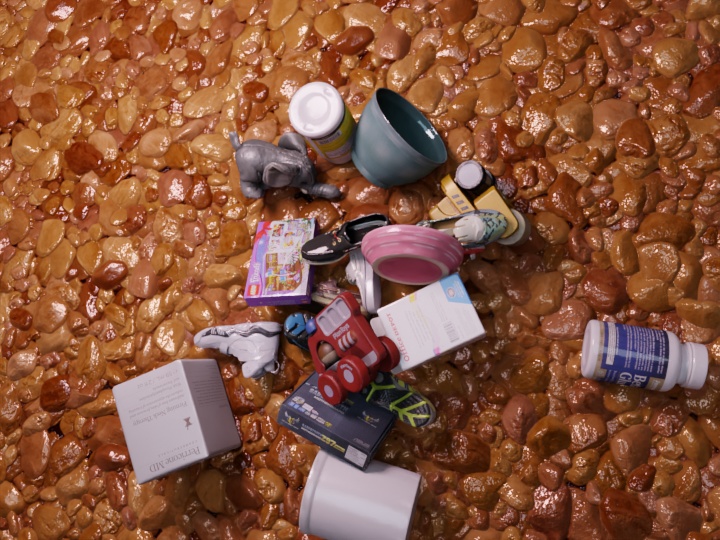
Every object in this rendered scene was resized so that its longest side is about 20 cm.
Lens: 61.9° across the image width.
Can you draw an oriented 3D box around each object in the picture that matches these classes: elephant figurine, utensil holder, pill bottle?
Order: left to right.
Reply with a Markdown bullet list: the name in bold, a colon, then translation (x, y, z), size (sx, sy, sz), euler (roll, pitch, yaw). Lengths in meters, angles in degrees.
- **elephant figurine**: translation (-0.160, -0.226, 1.300), size (0.198, 0.155, 0.143), euler (-2, 91, 21)
- **pill bottle**: translation (-0.067, -0.301, 1.263), size (0.113, 0.200, 0.116), euler (-2, 81, 12)
- **utensil holder**: translation (0.003, 0.443, 1.147), size (0.198, 0.170, 0.172), euler (13, 84, 13)
- **pill bottle**: translation (0.518, 0.160, 1.104), size (0.198, 0.111, 0.112), euler (8, 83, 14)

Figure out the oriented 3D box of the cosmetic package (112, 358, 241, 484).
- **cosmetic package**: translation (-0.378, 0.307, 1.254), size (0.166, 0.166, 0.202), euler (-23, 78, 8)

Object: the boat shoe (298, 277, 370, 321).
- **boat shoe**: translation (-0.064, 0.054, 1.281), size (0.198, 0.072, 0.072), euler (14, 60, 17)

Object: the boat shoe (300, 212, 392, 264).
- **boat shoe**: translation (-0.031, -0.068, 1.228), size (0.199, 0.063, 0.074), euler (-15, 57, 6)

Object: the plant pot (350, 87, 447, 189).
- **plant pot**: translation (0.063, -0.256, 1.246), size (0.134, 0.200, 0.201), euler (-42, 73, 30)

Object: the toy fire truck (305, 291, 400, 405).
- **toy fire truck**: translation (-0.033, 0.148, 1.146), size (0.169, 0.112, 0.200), euler (58, 139, 9)

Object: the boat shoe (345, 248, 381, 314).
- **boat shoe**: translation (0.000, 0.000, 1.253), size (0.065, 0.072, 0.202), euler (-13, 66, 12)

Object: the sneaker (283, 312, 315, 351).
- **sneaker**: translation (-0.064, 0.142, 1.264), size (0.198, 0.082, 0.074), euler (17, 60, -2)

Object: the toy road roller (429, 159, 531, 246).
- **toy road roller**: translation (0.233, -0.112, 1.213), size (0.146, 0.123, 0.201), euler (-40, 74, 19)

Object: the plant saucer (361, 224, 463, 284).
- **plant saucer**: translation (0.098, -0.022, 1.157), size (0.198, 0.201, 0.051), euler (3, 68, 13)

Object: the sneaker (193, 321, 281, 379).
- **sneaker**: translation (-0.265, 0.177, 1.295), size (0.198, 0.075, 0.116), euler (-7, 77, 8)

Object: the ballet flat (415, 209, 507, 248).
- **ballet flat**: translation (0.178, -0.072, 1.146), size (0.198, 0.074, 0.075), euler (-11, 78, 35)

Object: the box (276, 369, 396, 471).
- **box**: translation (-0.042, 0.288, 1.186), size (0.199, 0.158, 0.051), euler (26, 115, 15)

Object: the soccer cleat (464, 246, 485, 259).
- **soccer cleat**: translation (0.157, -0.059, 1.245), size (0.198, 0.069, 0.086), euler (-2, 85, 17)

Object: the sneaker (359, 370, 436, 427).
- **sneaker**: translation (0.067, 0.254, 1.215), size (0.199, 0.076, 0.076), euler (35, 91, 34)

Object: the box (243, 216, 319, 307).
- **box**: translation (-0.165, -0.020, 1.284), size (0.135, 0.039, 0.202), euler (-3, 56, 12)

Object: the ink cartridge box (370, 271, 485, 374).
- **ink cartridge box**: translation (0.132, 0.111, 1.191), size (0.198, 0.125, 0.130), euler (-25, 77, 8)
